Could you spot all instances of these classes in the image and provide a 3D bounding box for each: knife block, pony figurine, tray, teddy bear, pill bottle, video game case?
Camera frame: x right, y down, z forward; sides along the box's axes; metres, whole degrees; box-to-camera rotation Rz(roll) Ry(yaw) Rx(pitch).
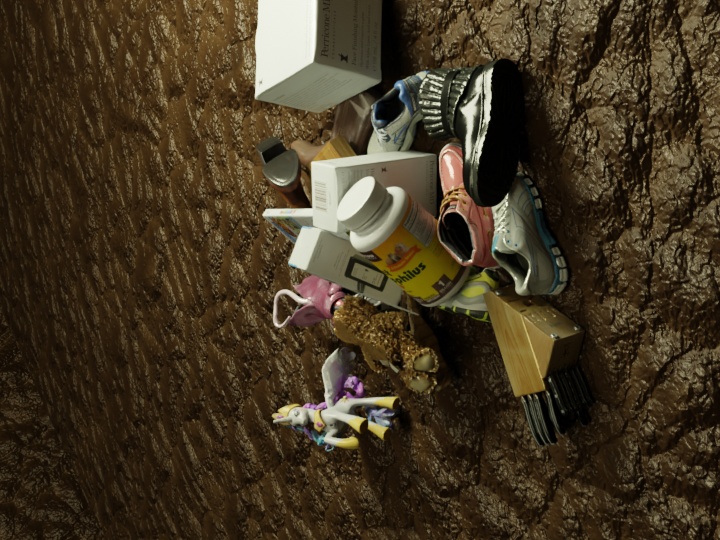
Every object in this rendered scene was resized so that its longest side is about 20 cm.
[{"bbox_3d":[0.243,0.139,1.476,0.200,0.063,0.177,41,131,42],"label":"knife block"},{"bbox_3d":[-0.032,0.243,1.837,0.198,0.192,0.169,6,110,35],"label":"pony figurine"},{"bbox_3d":[-0.006,-0.114,1.734,0.201,0.037,0.099,53,142,3],"label":"tray"},{"bbox_3d":[0.048,0.113,1.656,0.199,0.067,0.146,23,145,39],"label":"teddy bear"},{"bbox_3d":[0.061,-0.044,1.514,0.200,0.110,0.109,40,156,-25],"label":"pill bottle"},{"bbox_3d":[-0.073,-0.055,1.788,0.143,0.018,0.199,41,163,-25],"label":"video game case"}]

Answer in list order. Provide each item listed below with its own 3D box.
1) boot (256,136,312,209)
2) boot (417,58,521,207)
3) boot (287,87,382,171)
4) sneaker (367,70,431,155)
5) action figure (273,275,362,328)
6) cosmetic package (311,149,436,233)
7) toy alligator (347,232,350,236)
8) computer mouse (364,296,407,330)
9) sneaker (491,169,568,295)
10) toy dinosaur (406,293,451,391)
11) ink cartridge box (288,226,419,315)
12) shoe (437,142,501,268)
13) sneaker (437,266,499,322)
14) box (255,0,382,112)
[{"bbox_3d":[-0.111,-0.115,1.823,0.188,0.068,0.201,42,160,59],"label":"boot"},{"bbox_3d":[0.146,-0.189,1.474,0.157,0.079,0.214,-1,77,51],"label":"boot"},{"bbox_3d":[-0.043,-0.249,1.772,0.186,0.064,0.202,34,131,30],"label":"boot"},{"bbox_3d":[0.046,-0.236,1.628,0.078,0.084,0.200,62,144,21],"label":"sneaker"},{"bbox_3d":[-0.058,0.046,1.831,0.200,0.147,0.136,-165,72,-68],"label":"action figure"},{"bbox_3d":[0.023,-0.123,1.593,0.074,0.198,0.103,19,115,51],"label":"cosmetic package"},{"bbox_3d":[-0.041,-0.084,1.833,0.200,0.054,0.060,50,137,35],"label":"toy alligator"},{"bbox_3d":[0.034,0.064,1.745,0.044,0.108,0.202,-131,31,-63],"label":"computer mouse"},{"bbox_3d":[0.210,-0.055,1.444,0.075,0.086,0.202,-50,58,53],"label":"sneaker"},{"bbox_3d":[0.097,0.105,1.706,0.106,0.060,0.202,-38,68,40],"label":"toy dinosaur"},{"bbox_3d":[0.000,0.000,1.623,0.069,0.198,0.116,-68,18,-2],"label":"ink cartridge box"},{"bbox_3d":[0.146,-0.096,1.501,0.071,0.090,0.202,-33,69,36],"label":"shoe"},{"bbox_3d":[0.147,0.026,1.594,0.199,0.075,0.077,14,86,54],"label":"sneaker"},{"bbox_3d":[-0.068,-0.380,1.663,0.199,0.129,0.202,-13,73,57],"label":"box"}]
